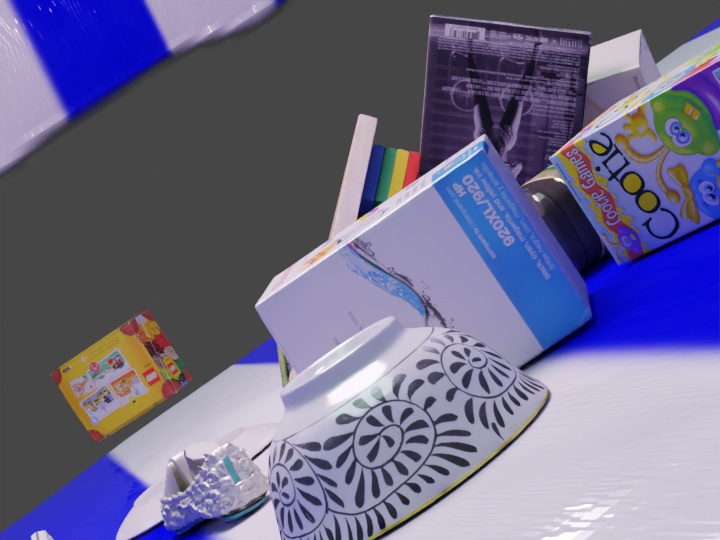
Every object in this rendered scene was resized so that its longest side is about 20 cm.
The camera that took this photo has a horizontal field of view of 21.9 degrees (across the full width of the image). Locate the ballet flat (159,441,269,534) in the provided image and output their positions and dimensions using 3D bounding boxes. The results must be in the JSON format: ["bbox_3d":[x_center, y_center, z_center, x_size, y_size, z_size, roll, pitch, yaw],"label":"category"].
[{"bbox_3d":[-0.127,0.173,1.545,0.072,0.072,0.200,-35,3,-25],"label":"ballet flat"}]

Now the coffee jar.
[{"bbox_3d":[0.208,-0.070,1.555,0.199,0.086,0.104,-35,7,-23],"label":"coffee jar"}]

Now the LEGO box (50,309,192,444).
[{"bbox_3d":[-0.419,0.186,3.257,0.199,0.150,0.077,-32,4,24],"label":"LEGO box"}]

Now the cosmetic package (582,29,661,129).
[{"bbox_3d":[0.186,-0.135,1.735,0.198,0.104,0.073,-18,29,23],"label":"cosmetic package"}]

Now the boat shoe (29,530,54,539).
[{"bbox_3d":[-0.270,0.266,1.570,0.062,0.075,0.200,-40,1,-20],"label":"boat shoe"}]

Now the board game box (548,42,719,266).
[{"bbox_3d":[0.254,-0.098,1.373,0.103,0.105,0.200,-37,4,-37],"label":"board game box"}]

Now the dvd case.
[{"bbox_3d":[0.128,-0.125,1.694,0.147,0.202,0.016,8,17,15],"label":"dvd case"}]

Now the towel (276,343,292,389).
[{"bbox_3d":[-0.020,0.037,1.900,0.023,0.145,0.200,15,35,31],"label":"towel"}]

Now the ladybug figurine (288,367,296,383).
[{"bbox_3d":[0.034,0.056,1.562,0.199,0.072,0.136,-35,3,-2],"label":"ladybug figurine"}]

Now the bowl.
[{"bbox_3d":[0.011,0.091,1.165,0.200,0.095,0.201,-33,3,2],"label":"bowl"}]

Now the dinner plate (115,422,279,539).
[{"bbox_3d":[-0.162,0.200,1.825,0.199,0.024,0.200,-34,5,3],"label":"dinner plate"}]

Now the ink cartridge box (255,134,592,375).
[{"bbox_3d":[0.047,0.019,1.356,0.199,0.145,0.147,-34,4,8],"label":"ink cartridge box"}]

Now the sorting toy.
[{"bbox_3d":[0.000,0.000,1.714,0.200,0.069,0.201,105,177,-49],"label":"sorting toy"}]
